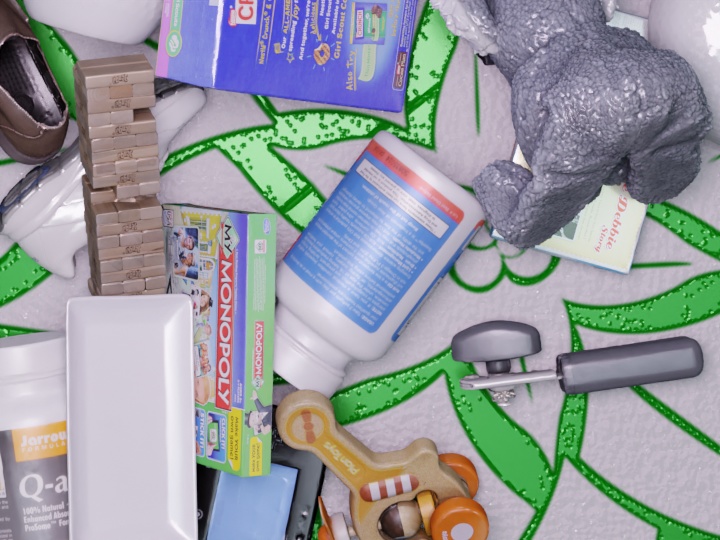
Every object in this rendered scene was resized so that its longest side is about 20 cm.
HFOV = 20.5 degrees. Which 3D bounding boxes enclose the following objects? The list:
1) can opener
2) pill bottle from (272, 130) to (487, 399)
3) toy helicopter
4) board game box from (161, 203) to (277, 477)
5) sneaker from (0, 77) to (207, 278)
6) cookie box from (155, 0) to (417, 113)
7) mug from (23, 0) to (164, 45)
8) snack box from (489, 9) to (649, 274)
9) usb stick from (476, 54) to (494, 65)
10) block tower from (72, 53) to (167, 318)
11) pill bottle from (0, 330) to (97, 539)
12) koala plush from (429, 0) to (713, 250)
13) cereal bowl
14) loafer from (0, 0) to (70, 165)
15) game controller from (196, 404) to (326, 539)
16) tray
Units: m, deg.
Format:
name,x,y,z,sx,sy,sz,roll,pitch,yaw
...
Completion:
name,x,y,z,sx,sy,sz,roll,pitch,yaw
can opener,0.173,0.070,1.594,0.199,0.053,0.067,-4,94,0
pill bottle,0.000,0.000,1.558,0.112,0.112,0.200,37,93,-3
toy helicopter,0.000,0.169,1.568,0.132,0.079,0.200,-38,116,15
board game box,-0.114,0.051,1.557,0.029,0.134,0.201,-1,95,-35
sneaker,-0.196,-0.078,1.583,0.200,0.075,0.087,-40,111,6
cookie box,-0.049,-0.215,1.503,0.199,0.075,0.172,3,96,-45
mug,-0.215,-0.274,1.513,0.199,0.148,0.176,12,99,-17
snack box,0.184,-0.108,1.587,0.116,0.037,0.201,16,94,-1
usb stick,0.108,-0.265,1.577,0.055,0.033,0.201,-7,94,-7
block tower,-0.183,-0.067,1.522,0.057,0.054,0.201,-8,119,-17
pill bottle,-0.257,0.154,1.569,0.116,0.116,0.201,-7,95,1
koala plush,0.156,-0.155,1.493,0.176,0.184,0.201,-18,67,-14
cereal bowl,0.329,-0.187,1.538,0.199,0.083,0.201,-1,95,-13
loafer,-0.277,-0.181,1.529,0.073,0.071,0.201,-37,99,-33
game controller,-0.090,0.206,1.610,0.104,0.042,0.201,12,94,-1
tray,-0.179,0.119,1.536,0.107,0.022,0.201,-1,91,-28
